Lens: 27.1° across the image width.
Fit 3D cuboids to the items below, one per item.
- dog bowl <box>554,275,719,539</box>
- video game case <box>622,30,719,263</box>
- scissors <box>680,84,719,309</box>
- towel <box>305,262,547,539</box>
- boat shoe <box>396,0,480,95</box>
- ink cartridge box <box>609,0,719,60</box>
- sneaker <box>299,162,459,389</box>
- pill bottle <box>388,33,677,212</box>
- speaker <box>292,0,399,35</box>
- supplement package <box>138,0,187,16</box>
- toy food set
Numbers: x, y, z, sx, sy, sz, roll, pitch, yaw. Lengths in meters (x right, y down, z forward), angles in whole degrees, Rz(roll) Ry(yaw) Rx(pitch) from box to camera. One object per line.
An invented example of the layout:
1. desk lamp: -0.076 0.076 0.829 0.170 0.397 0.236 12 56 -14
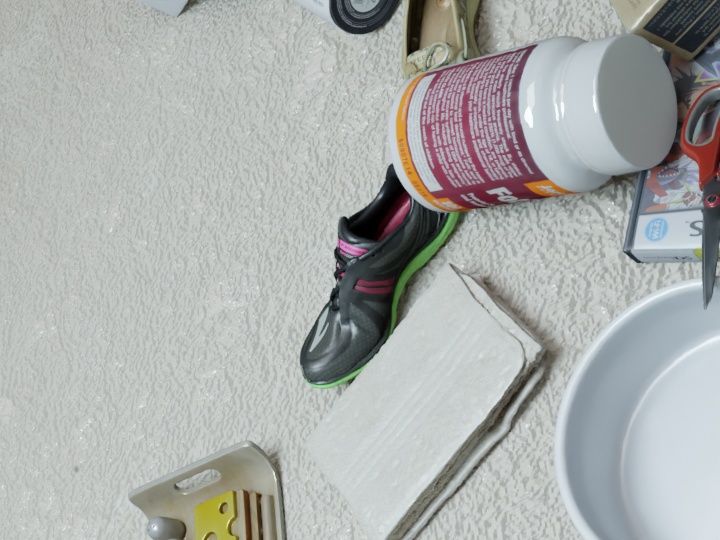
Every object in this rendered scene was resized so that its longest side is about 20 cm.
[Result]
1. dog bowl: 0.227 0.109 0.945 0.200 0.079 0.201 -20 56 33
2. video game case: 0.284 -0.102 1.045 0.180 0.025 0.201 -1 68 41
3. scissors: 0.232 -0.052 0.998 0.073 0.014 0.200 5 54 35
4. towel: 0.049 0.102 1.138 0.200 0.034 0.133 -51 44 9
5. boat shoe: 0.061 -0.192 1.261 0.073 0.063 0.201 -19 57 32
6. ink cartridge box: 0.235 -0.282 1.094 0.165 0.075 0.200 -47 42 30
7. sneaker: 0.000 0.000 1.196 0.077 0.084 0.200 24 84 47
8. pill bottle: 0.126 -0.109 1.108 0.200 0.114 0.114 -7 63 47
9. speaker: -0.049 -0.289 1.398 0.081 0.081 0.200 -55 44 4
10. supplement package: -0.207 -0.393 1.504 0.152 0.150 0.201 155 134 -70
11. toy food set: -0.131 0.249 1.196 0.143 0.060 0.200 -27 53 29
